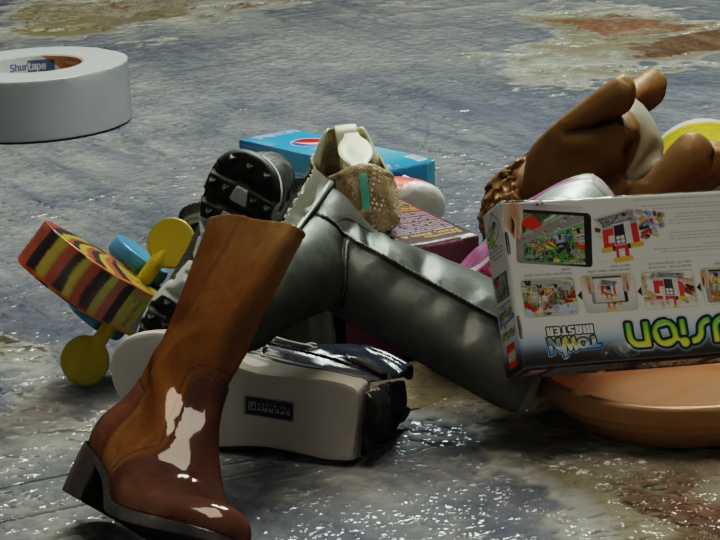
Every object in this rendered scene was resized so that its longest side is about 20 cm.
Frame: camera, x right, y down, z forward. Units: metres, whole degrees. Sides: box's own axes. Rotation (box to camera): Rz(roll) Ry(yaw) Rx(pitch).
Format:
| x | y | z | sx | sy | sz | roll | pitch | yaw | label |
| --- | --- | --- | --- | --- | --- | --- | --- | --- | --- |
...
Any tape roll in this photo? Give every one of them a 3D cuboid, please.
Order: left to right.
| x | y | z | sx | sy | sz | roll | pitch | yaw | label |
| --- | --- | --- | --- | --- | --- | --- | --- | --- | --- |
| -0.345 | -0.189 | 2.675 | 0.199 | 0.067 | 0.200 | -3 | 16 | 1 | tape roll |

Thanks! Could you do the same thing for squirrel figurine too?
| x | y | z | sx | sy | sz | roll | pitch | yaw | label |
| --- | --- | --- | --- | --- | --- | --- | --- | --- | --- |
| 0.190 | -0.022 | 1.817 | 0.200 | 0.187 | 0.142 | -37 | -5 | 10 | squirrel figurine |

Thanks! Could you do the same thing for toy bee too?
| x | y | z | sx | sy | sz | roll | pitch | yaw | label |
| --- | --- | --- | --- | --- | --- | --- | --- | --- | --- |
| -0.148 | 0.023 | 1.792 | 0.109 | 0.131 | 0.199 | 39 | 27 | 32 | toy bee |

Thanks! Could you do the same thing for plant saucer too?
| x | y | z | sx | sy | sz | roll | pitch | yaw | label |
| --- | --- | --- | --- | --- | --- | --- | --- | --- | --- |
| 0.215 | 0.075 | 1.662 | 0.199 | 0.038 | 0.200 | -3 | 16 | 1 | plant saucer |

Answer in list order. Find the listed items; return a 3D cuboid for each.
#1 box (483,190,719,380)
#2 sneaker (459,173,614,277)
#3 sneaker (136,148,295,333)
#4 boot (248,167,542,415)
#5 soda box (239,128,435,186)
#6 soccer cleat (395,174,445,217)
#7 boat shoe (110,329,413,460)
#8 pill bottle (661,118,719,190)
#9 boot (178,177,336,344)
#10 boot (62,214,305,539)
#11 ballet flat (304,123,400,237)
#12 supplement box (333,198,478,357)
| x | y | z | sx | sy | sz | roll | pitch | yaw | label |
| --- | --- | --- | --- | --- | --- | --- | --- | --- | --- |
| 0.184 | 0.007 | 1.611 | 0.199 | 0.111 | 0.035 | -3 | -14 | -17 | box |
| 0.116 | 0.003 | 1.726 | 0.088 | 0.081 | 0.200 | -39 | 0 | -44 | sneaker |
| -0.092 | 0.002 | 1.718 | 0.066 | 0.201 | 0.090 | 29 | 21 | 11 | sneaker |
| 0.021 | 0.036 | 1.603 | 0.200 | 0.073 | 0.182 | 37 | 46 | -5 | boot |
| -0.022 | -0.074 | 2.188 | 0.064 | 0.068 | 0.200 | -14 | 19 | -37 | soda box |
| -0.024 | -0.029 | 2.044 | 0.199 | 0.069 | 0.085 | -9 | 25 | -8 | soccer cleat |
| -0.060 | 0.077 | 1.660 | 0.199 | 0.075 | 0.093 | 14 | 17 | 23 | boat shoe |
| 0.273 | -0.053 | 1.969 | 0.114 | 0.115 | 0.200 | -1 | 16 | 6 | pill bottle |
| -0.077 | 0.016 | 1.818 | 0.077 | 0.139 | 0.200 | -2 | -7 | -23 | boot |
| -0.078 | 0.067 | 1.466 | 0.068 | 0.201 | 0.188 | 33 | -8 | -23 | boot |
| -0.004 | -0.074 | 1.861 | 0.070 | 0.066 | 0.200 | -6 | 15 | -9 | ballet flat |
| 0.000 | 0.000 | 1.881 | 0.110 | 0.086 | 0.200 | -8 | 16 | -21 | supplement box |
